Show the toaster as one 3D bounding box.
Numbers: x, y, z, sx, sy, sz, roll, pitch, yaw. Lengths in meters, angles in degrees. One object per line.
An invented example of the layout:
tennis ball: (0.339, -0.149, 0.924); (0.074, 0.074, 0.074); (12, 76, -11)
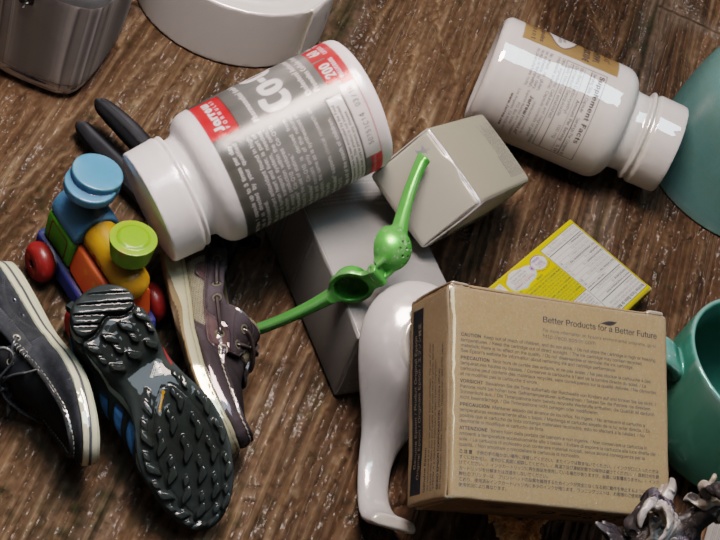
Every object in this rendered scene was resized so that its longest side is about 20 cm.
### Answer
toaster: (-0.264, -0.252, 1.556); (0.113, 0.130, 0.201); (20, 45, -3)

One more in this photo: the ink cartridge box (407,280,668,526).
ink cartridge box: (0.138, 0.108, 1.339); (0.198, 0.075, 0.166); (9, 73, -23)

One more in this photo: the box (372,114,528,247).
box: (0.083, -0.082, 1.518); (0.082, 0.068, 0.200); (54, 19, 5)

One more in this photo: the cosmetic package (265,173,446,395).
cosmetic package: (0.000, 0.000, 1.474); (0.106, 0.090, 0.201); (-4, 55, -25)

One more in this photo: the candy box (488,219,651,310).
candy box: (0.171, 0.035, 1.552); (0.102, 0.026, 0.200); (43, 48, 12)

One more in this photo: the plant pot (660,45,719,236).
plant pot: (0.410, -0.149, 1.721); (0.199, 0.161, 0.202); (12, 47, -13)

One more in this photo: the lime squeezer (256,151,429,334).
lime squeezer: (-0.003, -0.010, 1.383); (0.200, 0.038, 0.071); (-47, 56, -2)

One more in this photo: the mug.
mug: (0.307, 0.107, 1.474); (0.185, 0.115, 0.152); (39, 44, 7)

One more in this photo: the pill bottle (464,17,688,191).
pill bottle: (0.211, -0.157, 1.678); (0.199, 0.115, 0.115); (23, 45, -2)

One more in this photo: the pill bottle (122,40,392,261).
pill bottle: (-0.084, -0.095, 1.399); (0.199, 0.114, 0.114); (-27, 62, -13)

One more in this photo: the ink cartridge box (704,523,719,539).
ink cartridge box: (0.345, 0.218, 1.332); (0.083, 0.200, 0.146); (35, 45, -3)

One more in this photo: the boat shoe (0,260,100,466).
boat shoe: (-0.255, 0.075, 1.312); (0.062, 0.075, 0.200); (-20, 55, -28)

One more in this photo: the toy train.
toy train: (-0.184, 0.011, 1.364); (0.084, 0.116, 0.200); (-18, 59, -33)

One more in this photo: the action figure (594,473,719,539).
action figure: (0.250, 0.195, 1.263); (0.119, 0.200, 0.102); (37, 24, -6)

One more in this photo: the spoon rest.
spoon rest: (0.033, 0.106, 1.369); (0.099, 0.060, 0.202); (20, 73, -24)

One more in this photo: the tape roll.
tape roll: (-0.119, -0.294, 1.695); (0.201, 0.071, 0.204); (12, 46, -13)

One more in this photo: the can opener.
can opener: (-0.175, -0.075, 1.496); (0.200, 0.079, 0.064); (38, 86, 17)

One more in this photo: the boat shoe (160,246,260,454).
boat shoe: (-0.112, 0.055, 1.380); (0.064, 0.072, 0.201); (-17, 50, -6)

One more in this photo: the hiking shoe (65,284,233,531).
hiking shoe: (-0.158, 0.103, 1.313); (0.074, 0.087, 0.201); (-26, 91, -19)

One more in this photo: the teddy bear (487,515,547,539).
teddy bear: (0.154, 0.144, 1.411); (0.199, 0.067, 0.146); (-19, 71, -35)
